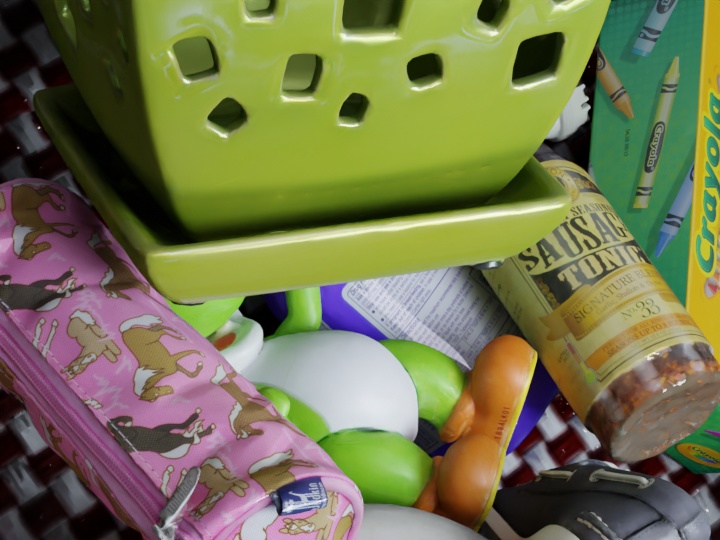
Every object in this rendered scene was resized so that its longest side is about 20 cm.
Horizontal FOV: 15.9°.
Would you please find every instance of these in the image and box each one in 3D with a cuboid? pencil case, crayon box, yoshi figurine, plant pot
[{"bbox_3d":[-0.085,0.050,0.961,0.083,0.087,0.200,-34,56,-17],"label":"pencil case"},{"bbox_3d":[0.157,-0.020,1.198,0.119,0.058,0.200,35,53,-47],"label":"crayon box"},{"bbox_3d":[-0.030,0.030,1.053,0.200,0.112,0.112,19,90,3],"label":"yoshi figurine"},{"bbox_3d":[-0.024,-0.102,0.983,0.199,0.200,0.182,-8,116,-19],"label":"plant pot"}]

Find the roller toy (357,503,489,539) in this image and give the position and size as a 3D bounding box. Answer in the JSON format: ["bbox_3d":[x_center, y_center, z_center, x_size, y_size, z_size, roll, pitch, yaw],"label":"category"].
[{"bbox_3d":[-0.005,0.191,1.013,0.182,0.140,0.200,42,58,-7],"label":"roller toy"}]

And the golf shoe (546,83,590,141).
[{"bbox_3d":[0.014,-0.118,1.195,0.200,0.078,0.097,45,73,2],"label":"golf shoe"}]

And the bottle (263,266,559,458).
[{"bbox_3d":[0.000,0.000,1.133,0.200,0.065,0.084,41,51,-7],"label":"bottle"}]

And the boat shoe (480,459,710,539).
[{"bbox_3d":[0.096,0.112,1.061,0.063,0.200,0.073,-35,92,-8],"label":"boat shoe"}]

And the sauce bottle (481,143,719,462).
[{"bbox_3d":[0.080,-0.011,1.110,0.066,0.066,0.200,-17,58,-31],"label":"sauce bottle"}]
